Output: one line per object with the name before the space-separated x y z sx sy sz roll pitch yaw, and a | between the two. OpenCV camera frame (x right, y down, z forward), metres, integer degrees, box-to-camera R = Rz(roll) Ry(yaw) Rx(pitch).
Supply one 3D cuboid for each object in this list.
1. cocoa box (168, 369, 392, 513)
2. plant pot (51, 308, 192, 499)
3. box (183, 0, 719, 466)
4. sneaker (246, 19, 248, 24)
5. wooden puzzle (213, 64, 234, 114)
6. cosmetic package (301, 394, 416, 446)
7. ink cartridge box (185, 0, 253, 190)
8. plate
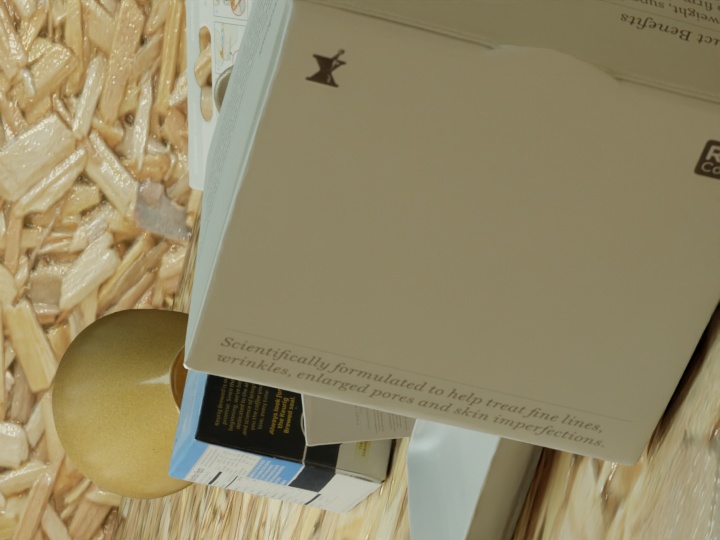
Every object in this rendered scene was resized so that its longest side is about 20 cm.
cocoa box | -0.042 0.045 1.730 0.133 0.131 0.201 127 154 -71
plant pot | -0.174 0.116 2.448 0.200 0.186 0.187 -20 57 64
box | 0.048 -0.050 1.026 0.131 0.198 0.200 -85 12 -47
sneaker | 0.009 -0.153 1.458 0.199 0.130 0.080 -39 56 13
wooden puzzle | -0.003 -0.024 1.326 0.185 0.037 0.200 67 163 -10
cosmetic package | 0.000 0.000 1.467 0.051 0.082 0.201 -85 -10 -62
ink cartridge box | -0.035 -0.116 1.625 0.200 0.050 0.163 15 110 51
plate | 0.066 0.064 1.314 0.200 0.032 0.200 -94 19 -63
